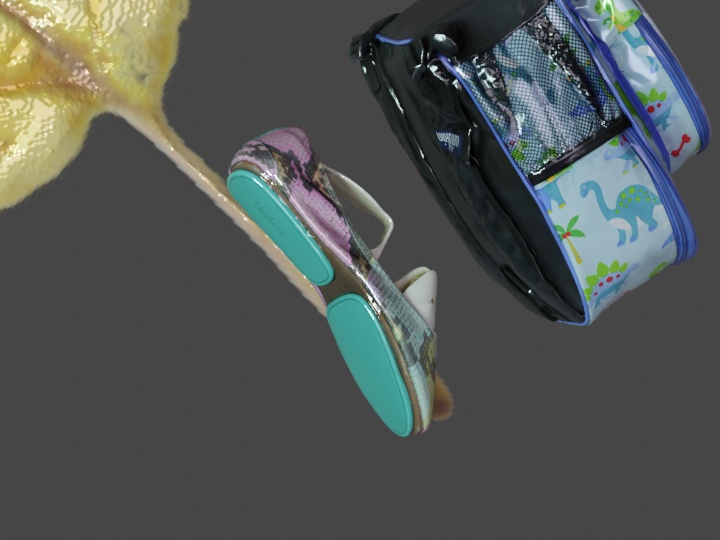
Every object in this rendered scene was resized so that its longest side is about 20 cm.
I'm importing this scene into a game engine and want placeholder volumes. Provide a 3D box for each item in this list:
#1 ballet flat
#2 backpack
[{"bbox_3d":[0.000,0.000,1.454,0.071,0.069,0.200,-37,97,-28],"label":"ballet flat"},{"bbox_3d":[0.112,-0.078,1.410,0.147,0.183,0.200,-32,101,-8],"label":"backpack"}]
